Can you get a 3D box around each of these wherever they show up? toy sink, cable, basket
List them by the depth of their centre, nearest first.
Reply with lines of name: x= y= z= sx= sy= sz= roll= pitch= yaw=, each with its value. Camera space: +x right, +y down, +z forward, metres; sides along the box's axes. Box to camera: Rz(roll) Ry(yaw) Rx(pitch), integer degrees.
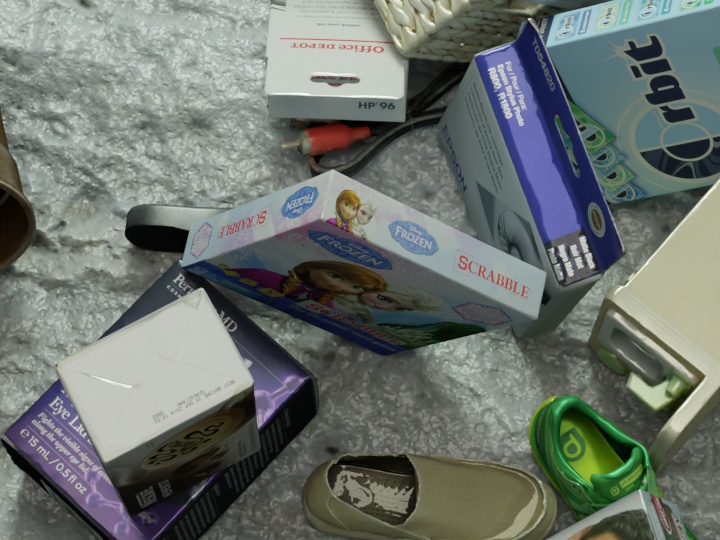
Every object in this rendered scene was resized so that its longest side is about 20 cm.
toy sink: x=0.253 y=0.042 z=1.550 sx=0.112 sy=0.130 sz=0.200 roll=39 pitch=76 yaw=13
basket: x=0.070 y=-0.276 z=1.596 sx=0.123 sy=0.135 sz=0.201 roll=-34 pitch=71 yaw=33
cable: x=0.024 y=-0.130 z=1.654 sx=0.199 sy=0.050 sz=0.098 roll=-9 pitch=64 yaw=-2

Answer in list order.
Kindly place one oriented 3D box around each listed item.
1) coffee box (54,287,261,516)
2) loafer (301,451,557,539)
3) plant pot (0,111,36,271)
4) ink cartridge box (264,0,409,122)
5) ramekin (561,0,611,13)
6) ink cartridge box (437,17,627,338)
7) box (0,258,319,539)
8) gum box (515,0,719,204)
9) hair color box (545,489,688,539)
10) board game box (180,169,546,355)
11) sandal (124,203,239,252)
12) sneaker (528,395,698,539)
coffee box: x=-0.137 y=0.096 z=1.386 sx=0.113 sy=0.200 sz=0.080 roll=-27 pitch=76 yaw=-10
loafer: x=0.053 y=0.179 z=1.534 sx=0.199 sy=0.068 sz=0.076 roll=2 pitch=70 yaw=1
plant pot: x=-0.369 y=-0.112 z=1.589 sx=0.199 sy=0.200 sz=0.199 roll=-10 pitch=62 yaw=-3
ink cartridge box: x=-0.017 y=-0.186 z=1.630 sx=0.115 sy=0.068 sz=0.201 roll=2 pitch=47 yaw=1
ramekin: x=0.213 y=-0.301 z=1.693 sx=0.201 sy=0.094 sz=0.203 roll=0 pitch=70 yaw=1
ink cartridge box: x=0.126 y=-0.066 z=1.543 sx=0.040 sy=0.200 sz=0.200 roll=-16 pitch=75 yaw=-15
box: x=-0.151 y=0.118 z=1.540 sx=0.148 sy=0.104 sz=0.200 roll=39 pitch=75 yaw=14
gum box: x=0.244 y=-0.139 z=1.554 sx=0.199 sy=0.170 sz=0.045 roll=-11 pitch=41 yaw=29
hair color box: x=0.151 y=0.251 z=1.450 sx=0.200 sy=0.061 sz=0.099 roll=-33 pitch=55 yaw=25
board game box: x=0.000 y=0.000 z=1.490 sx=0.199 sy=0.199 sz=0.041 roll=24 pitch=67 yaw=-28
sandal: x=-0.092 y=-0.021 z=1.610 sx=0.199 sy=0.076 sz=0.043 roll=0 pitch=68 yaw=12
sneaker: x=0.199 y=0.179 z=1.524 sx=0.074 sy=0.084 sz=0.200 roll=-37 pitch=76 yaw=-12
